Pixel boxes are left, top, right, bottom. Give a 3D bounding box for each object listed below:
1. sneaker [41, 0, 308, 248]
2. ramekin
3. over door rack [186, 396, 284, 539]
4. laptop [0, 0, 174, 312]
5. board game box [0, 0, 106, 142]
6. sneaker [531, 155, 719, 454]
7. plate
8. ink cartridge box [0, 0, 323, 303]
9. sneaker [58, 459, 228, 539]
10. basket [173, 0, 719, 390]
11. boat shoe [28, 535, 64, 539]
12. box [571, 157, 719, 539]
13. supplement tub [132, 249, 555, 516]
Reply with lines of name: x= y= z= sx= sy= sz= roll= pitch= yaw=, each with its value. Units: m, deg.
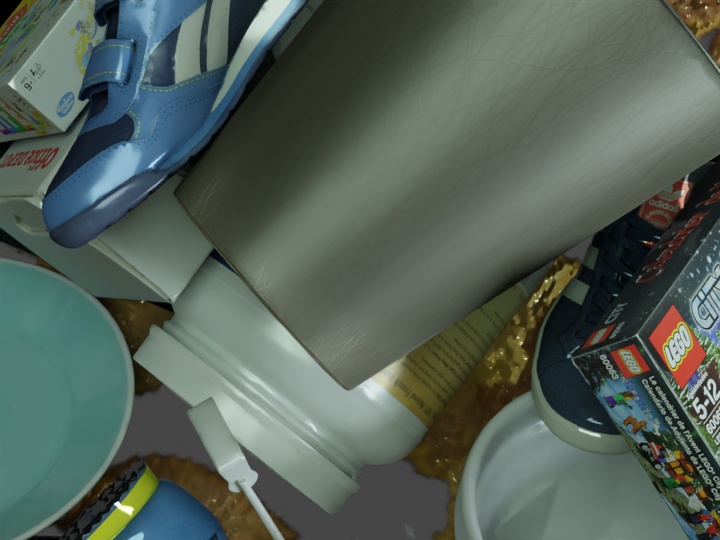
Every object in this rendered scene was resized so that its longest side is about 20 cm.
sneaker: x=-0.085 y=-0.099 z=1.045 sx=0.082 sy=0.074 sz=0.201 roll=38 pitch=69 yaw=-17
ramekin: x=0.134 y=0.148 z=1.112 sx=0.199 sy=0.106 sz=0.201 roll=6 pitch=40 yaw=-5
over door rack: x=-0.080 y=0.171 z=1.078 sx=0.147 sy=0.200 sz=0.067 roll=-32 pitch=43 yaw=-4
laptop: x=-0.164 y=-0.097 z=1.261 sx=0.199 sy=0.103 sz=0.178 roll=15 pitch=81 yaw=32
board game box: x=-0.108 y=-0.149 z=1.155 sx=0.034 sy=0.134 sz=0.200 roll=40 pitch=76 yaw=-17
sneaker: x=0.133 y=-0.006 z=1.139 sx=0.074 sy=0.085 sz=0.201 roll=18 pitch=47 yaw=9
plate: x=-0.205 y=0.073 z=1.191 sx=0.199 sy=0.026 sz=0.201 roll=-3 pitch=47 yaw=3
ink cartridge box: x=-0.081 y=-0.086 z=1.160 sx=0.084 sy=0.144 sz=0.200 roll=40 pitch=77 yaw=-16
sneaker: x=-0.139 y=0.182 z=1.132 sx=0.200 sy=0.066 sz=0.078 roll=-45 pitch=102 yaw=0
basket: x=0.032 y=-0.056 z=1.035 sx=0.200 sy=0.136 sz=0.180 roll=-43 pitch=88 yaw=1
boat shoe: x=-0.200 y=0.143 z=1.187 sx=0.198 sy=0.072 sz=0.068 roll=6 pitch=96 yaw=3
box: x=0.180 y=0.034 z=1.081 sx=0.038 sy=0.200 sz=0.137 roll=-22 pitch=108 yaw=41
supplement tub: x=0.000 y=0.000 z=1.164 sx=0.144 sy=0.144 sz=0.200 roll=37 pitch=85 yaw=9
